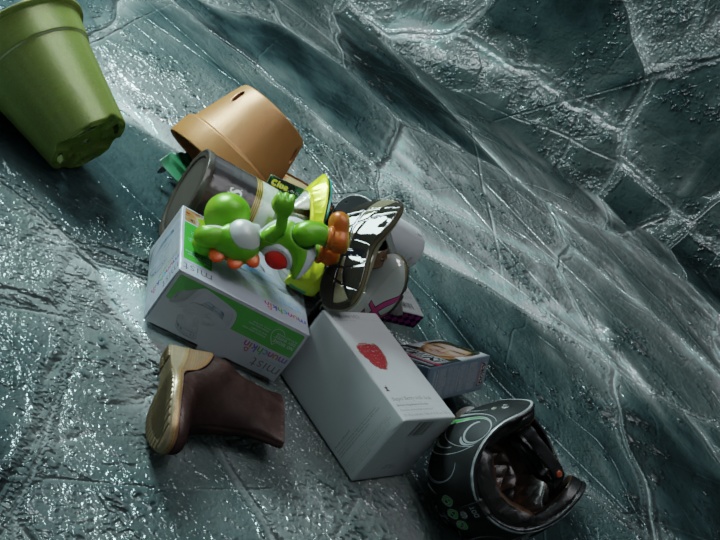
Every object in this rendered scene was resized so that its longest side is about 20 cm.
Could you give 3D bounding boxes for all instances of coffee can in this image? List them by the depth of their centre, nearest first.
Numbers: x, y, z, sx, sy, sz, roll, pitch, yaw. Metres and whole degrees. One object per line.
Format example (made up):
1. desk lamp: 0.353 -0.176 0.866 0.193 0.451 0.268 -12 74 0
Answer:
1. coffee can: -0.176 -0.069 1.501 0.200 0.146 0.146 28 25 -23

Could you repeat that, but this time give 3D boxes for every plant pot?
1. plant pot: -0.438 -0.253 1.446 0.190 0.200 0.200 56 25 8
2. plant pot: -0.190 -0.205 1.645 0.200 0.140 0.200 42 -8 7

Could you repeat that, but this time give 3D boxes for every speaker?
1. speaker: 0.030 -0.059 1.626 0.081 0.081 0.200 50 12 26

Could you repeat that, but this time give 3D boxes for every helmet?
1. helmet: 0.186 0.268 1.347 0.200 0.200 0.191 36 -16 -6

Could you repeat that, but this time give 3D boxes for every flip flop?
1. flip flop: 0.004 -0.020 1.405 0.058 0.081 0.200 60 43 -47

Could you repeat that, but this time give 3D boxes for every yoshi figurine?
1. yoshi figurine: -0.122 -0.060 1.329 0.200 0.112 0.112 1 22 -18

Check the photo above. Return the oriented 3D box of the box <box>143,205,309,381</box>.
1. box: -0.183 0.032 1.371 0.200 0.097 0.177 30 22 -22

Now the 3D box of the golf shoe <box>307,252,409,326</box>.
1. golf shoe: -0.011 0.050 1.454 0.073 0.200 0.092 54 25 21

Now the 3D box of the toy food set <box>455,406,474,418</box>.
1. toy food set: 0.209 0.268 1.552 0.200 0.060 0.144 18 29 -38

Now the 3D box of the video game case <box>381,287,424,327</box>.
1. video game case: -0.007 0.005 1.655 0.200 0.036 0.181 14 35 -45

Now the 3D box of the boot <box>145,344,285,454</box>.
1. boot: -0.158 0.167 1.176 0.166 0.072 0.200 28 21 -18

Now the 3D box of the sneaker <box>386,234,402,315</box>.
1. sneaker: 0.000 0.000 1.536 0.200 0.116 0.074 73 10 -45

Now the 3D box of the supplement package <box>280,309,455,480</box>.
1. supplement package: 0.006 0.164 1.365 0.121 0.120 0.200 6 38 -51

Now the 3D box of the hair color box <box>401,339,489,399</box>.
1. hair color box: 0.109 0.154 1.568 0.099 0.061 0.200 17 10 31

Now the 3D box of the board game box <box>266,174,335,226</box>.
1. board game box: -0.084 -0.105 1.629 0.105 0.023 0.200 26 -4 8

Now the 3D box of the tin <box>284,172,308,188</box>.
1. tin: -0.152 -0.148 1.830 0.200 0.042 0.112 27 29 -25

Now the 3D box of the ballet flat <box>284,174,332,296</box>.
1. ballet flat: -0.078 -0.058 1.429 0.067 0.067 0.200 13 59 -19

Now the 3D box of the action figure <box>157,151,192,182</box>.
1. action figure: -0.231 -0.106 1.610 0.200 0.055 0.118 43 21 0
